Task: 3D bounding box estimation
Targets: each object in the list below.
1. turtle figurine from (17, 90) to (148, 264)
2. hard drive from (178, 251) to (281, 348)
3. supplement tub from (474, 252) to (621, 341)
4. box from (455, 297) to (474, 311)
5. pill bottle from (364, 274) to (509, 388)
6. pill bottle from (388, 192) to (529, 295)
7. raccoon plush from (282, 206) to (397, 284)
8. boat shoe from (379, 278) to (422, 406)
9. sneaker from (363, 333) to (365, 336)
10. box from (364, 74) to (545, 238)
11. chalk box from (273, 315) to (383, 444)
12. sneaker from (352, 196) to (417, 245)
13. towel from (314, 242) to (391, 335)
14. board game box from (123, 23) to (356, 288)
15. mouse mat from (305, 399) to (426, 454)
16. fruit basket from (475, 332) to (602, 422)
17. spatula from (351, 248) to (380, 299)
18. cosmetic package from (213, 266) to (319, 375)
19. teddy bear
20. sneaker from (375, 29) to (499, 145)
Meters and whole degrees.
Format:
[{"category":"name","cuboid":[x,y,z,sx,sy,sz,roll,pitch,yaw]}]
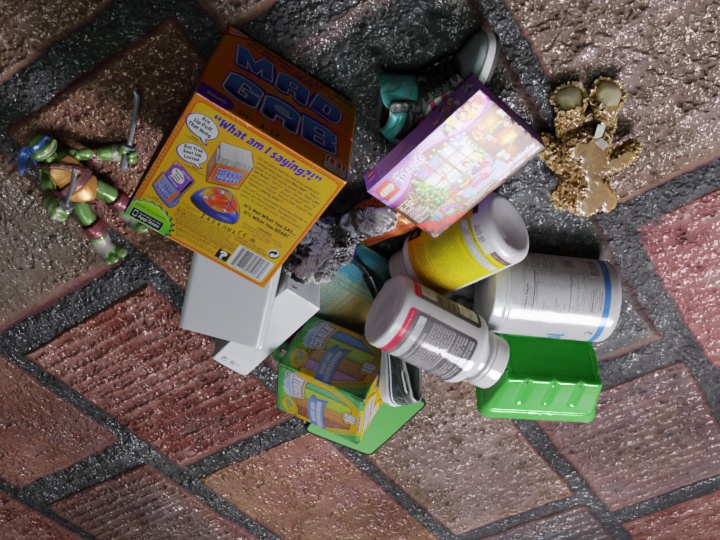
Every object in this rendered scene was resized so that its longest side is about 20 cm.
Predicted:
[{"category":"turtle figurine","cuboid":[-0.356,-0.107,1.101,0.200,0.144,0.194,-15,134,16]},{"category":"hard drive","cuboid":[-0.186,0.003,1.193,0.132,0.026,0.200,14,98,6]},{"category":"supplement tub","cuboid":[0.289,0.040,1.253,0.200,0.132,0.132,5,131,-5]},{"category":"box","cuboid":[0.125,0.124,1.382,0.039,0.041,0.200,29,124,-24]},{"category":"pill bottle","cuboid":[0.116,0.096,1.175,0.200,0.111,0.111,28,125,-18]},{"category":"pill bottle","cuboid":[0.140,-0.029,1.189,0.200,0.109,0.109,-27,127,37]},{"category":"raccoon plush","cuboid":[-0.024,-0.027,1.156,0.200,0.097,0.134,-6,174,20]},{"category":"boat shoe","cuboid":[0.072,0.112,1.255,0.071,0.200,0.072,-4,176,35]},{"category":"sneaker","cuboid":[0.047,0.118,1.344,0.082,0.074,0.200,9,131,-27]},{"category":"box","cuboid":[0.122,-0.143,1.057,0.137,0.039,0.200,31,121,-32]},{"category":"chalk box","cuboid":[-0.062,0.169,1.319,0.200,0.124,0.125,20,136,15]},{"category":"sneaker","cuboid":[0.080,-0.097,1.183,0.200,0.073,0.077,-18,158,12]},{"category":"towel","cuboid":[-0.012,0.039,1.318,0.147,0.022,0.200,33,125,-25]},{"category":"board game box","cuboid":[-0.145,-0.145,1.024,0.200,0.200,0.200,30,124,-18]},{"category":"mouse mat","cuboid":[0.008,0.279,1.535,0.161,0.008,0.200,26,126,-22]},{"category":"fruit basket","cuboid":[0.281,0.183,1.342,0.215,0.156,0.216,-1,145,-1]},{"category":"spatula","cuboid":[0.000,0.000,1.247,0.056,0.021,0.200,-1,137,40]},{"category":"cosmetic package","cuboid":[-0.150,0.068,1.287,0.074,0.102,0.200,33,124,-27]},{"category":"teddy bear","cuboid":[0.314,-0.175,1.120,0.145,0.067,0.200,-24,121,7]},{"category":"sneaker","cuboid":[0.082,-0.240,1.041,0.121,0.084,0.200,14,131,-26]}]
